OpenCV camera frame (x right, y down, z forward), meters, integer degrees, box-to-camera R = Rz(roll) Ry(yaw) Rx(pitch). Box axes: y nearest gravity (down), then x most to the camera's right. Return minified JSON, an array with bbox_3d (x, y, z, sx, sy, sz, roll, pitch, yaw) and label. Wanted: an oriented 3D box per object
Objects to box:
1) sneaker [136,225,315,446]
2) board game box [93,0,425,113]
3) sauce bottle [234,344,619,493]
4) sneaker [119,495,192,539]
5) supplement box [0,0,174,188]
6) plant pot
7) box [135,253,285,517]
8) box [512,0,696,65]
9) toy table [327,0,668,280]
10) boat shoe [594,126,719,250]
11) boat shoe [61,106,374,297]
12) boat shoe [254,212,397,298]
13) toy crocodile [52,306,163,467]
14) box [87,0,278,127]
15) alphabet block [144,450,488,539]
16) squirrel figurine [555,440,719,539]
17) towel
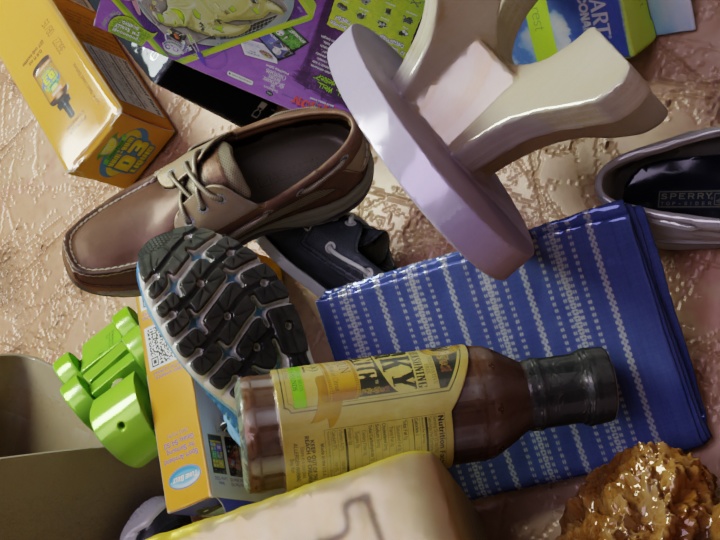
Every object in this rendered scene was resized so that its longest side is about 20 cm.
[{"bbox_3d":[-0.066,0.067,0.801,0.200,0.078,0.090,53,146,-7],"label":"sneaker"},{"bbox_3d":[-0.055,-0.163,0.846,0.199,0.032,0.121,23,123,-3],"label":"board game box"},{"bbox_3d":[0.034,0.073,0.730,0.198,0.065,0.065,-8,70,-9],"label":"sauce bottle"},{"bbox_3d":[-0.102,0.248,0.883,0.113,0.075,0.202,0,85,34],"label":"sneaker"},{"bbox_3d":[-0.221,-0.154,1.067,0.067,0.069,0.200,-46,56,18],"label":"supplement box"},{"bbox_3d":[-0.259,0.171,0.945,0.199,0.199,0.178,19,100,36],"label":"plant pot"},{"bbox_3d":[-0.082,0.078,0.880,0.041,0.119,0.201,-21,67,28],"label":"box"},{"bbox_3d":[0.090,-0.182,0.835,0.199,0.048,0.123,-2,113,34],"label":"box"},{"bbox_3d":[0.070,-0.098,0.731,0.117,0.184,0.200,-42,46,14],"label":"toy table"},{"bbox_3d":[0.220,-0.044,0.734,0.199,0.065,0.074,-10,73,33],"label":"boat shoe"},{"bbox_3d":[-0.086,-0.049,0.829,0.199,0.072,0.076,-25,69,-12],"label":"boat shoe"},{"bbox_3d":[0.000,0.000,0.875,0.200,0.075,0.060,44,105,21],"label":"boat shoe"},{"bbox_3d":[-0.158,0.073,0.924,0.067,0.062,0.200,-39,16,-6],"label":"toy crocodile"},{"bbox_3d":[-0.095,-0.241,0.970,0.197,0.117,0.200,-50,55,14],"label":"box"},{"bbox_3d":[-0.012,0.232,0.721,0.195,0.195,0.201,-18,68,4],"label":"alphabet block"},{"bbox_3d":[0.179,0.143,0.678,0.199,0.141,0.188,16,81,34],"label":"squirrel figurine"},{"bbox_3d":[0.084,0.053,0.788,0.199,0.024,0.146,-17,98,24],"label":"towel"}]
